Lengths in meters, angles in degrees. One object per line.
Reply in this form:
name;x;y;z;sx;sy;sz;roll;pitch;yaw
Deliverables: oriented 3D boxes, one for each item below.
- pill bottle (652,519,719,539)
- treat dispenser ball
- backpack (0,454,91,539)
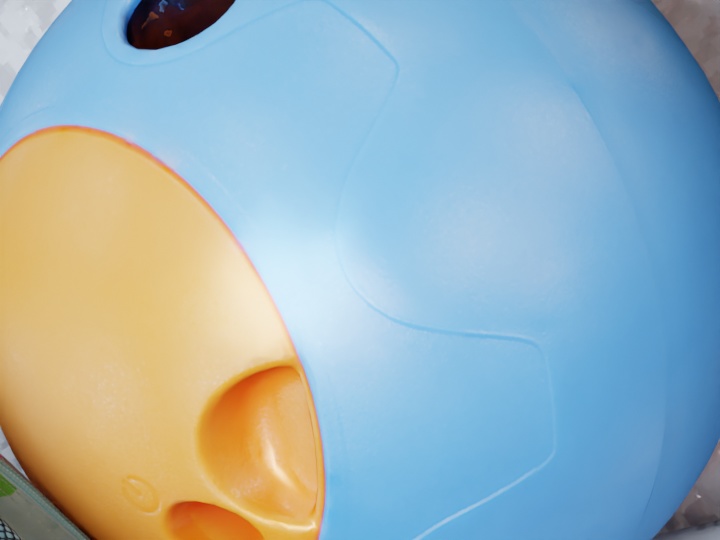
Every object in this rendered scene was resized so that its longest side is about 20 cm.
pill bottle;0.140;0.116;0.749;0.200;0.114;0.115;-15;95;10
treat dispenser ball;0.000;0.000;0.710;0.201;0.201;0.201;1;97;8
backpack;-0.111;0.136;0.631;0.200;0.151;0.178;41;112;10
